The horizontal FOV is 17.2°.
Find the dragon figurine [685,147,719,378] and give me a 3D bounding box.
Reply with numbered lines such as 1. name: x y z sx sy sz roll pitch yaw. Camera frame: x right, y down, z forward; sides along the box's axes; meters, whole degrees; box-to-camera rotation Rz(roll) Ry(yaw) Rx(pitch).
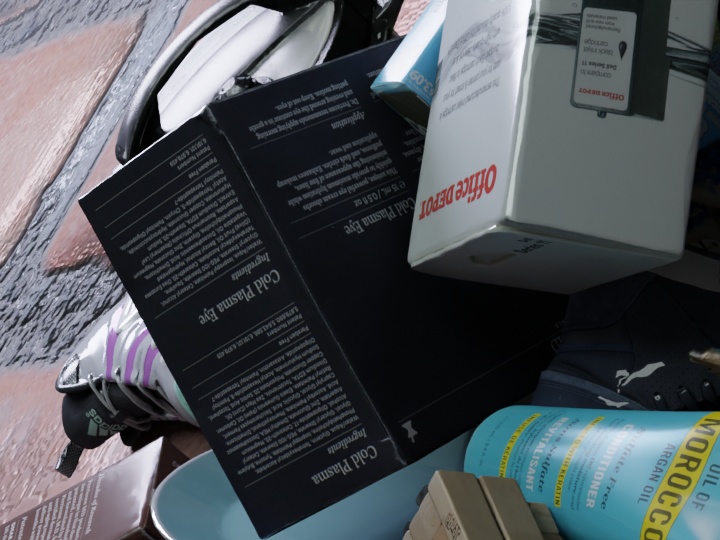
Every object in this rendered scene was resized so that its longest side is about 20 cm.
1. dragon figurine: 0.195 0.004 0.955 0.200 0.059 0.099 10 77 41

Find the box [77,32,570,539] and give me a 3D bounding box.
1. box: 0.000 0.000 1.131 0.104 0.182 0.200 -32 -5 40

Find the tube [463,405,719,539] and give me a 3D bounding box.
1. tube: 0.106 0.081 0.888 0.200 0.050 0.077 -1 63 65

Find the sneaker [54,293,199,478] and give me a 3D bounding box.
1. sneaker: -0.133 0.078 1.428 0.140 0.078 0.200 -44 19 8

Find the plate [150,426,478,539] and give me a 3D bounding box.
1. plate: 0.000 0.115 1.146 0.200 0.026 0.200 -4 16 1

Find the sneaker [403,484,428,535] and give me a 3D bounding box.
1. sneaker: 0.057 0.187 0.990 0.081 0.075 0.200 -7 73 65

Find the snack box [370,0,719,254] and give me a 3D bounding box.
1. snack box: 0.112 -0.070 1.142 0.116 0.200 0.037 -56 22 -16

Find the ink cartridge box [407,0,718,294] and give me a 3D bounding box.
1. ink cartridge box: 0.090 -0.097 1.023 0.147 0.083 0.200 158 123 -74

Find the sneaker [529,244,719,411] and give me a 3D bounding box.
1. sneaker: 0.159 0.068 1.043 0.202 0.077 0.146 16 77 45

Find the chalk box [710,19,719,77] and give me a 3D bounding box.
1. chalk box: 0.121 -0.148 1.230 0.124 0.200 0.124 -38 28 12

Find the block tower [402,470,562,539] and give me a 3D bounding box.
1. block tower: 0.022 0.171 0.919 0.200 0.054 0.058 -65 30 32

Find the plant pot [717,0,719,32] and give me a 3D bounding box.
1. plant pot: 0.227 -0.130 1.005 0.200 0.135 0.200 -35 30 24

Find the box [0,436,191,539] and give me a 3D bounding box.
1. box: -0.150 0.178 1.285 0.200 0.100 0.075 -28 33 30

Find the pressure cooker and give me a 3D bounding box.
1. pressure cooker: -0.031 -0.068 1.336 0.179 0.200 0.176 -17 41 44
